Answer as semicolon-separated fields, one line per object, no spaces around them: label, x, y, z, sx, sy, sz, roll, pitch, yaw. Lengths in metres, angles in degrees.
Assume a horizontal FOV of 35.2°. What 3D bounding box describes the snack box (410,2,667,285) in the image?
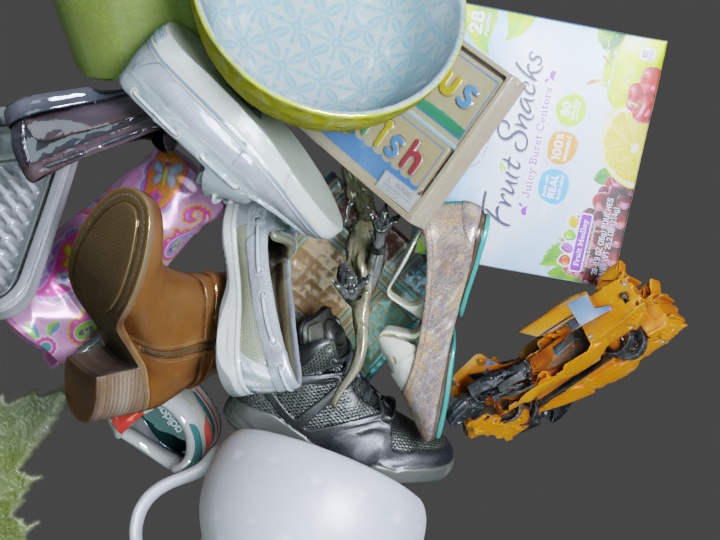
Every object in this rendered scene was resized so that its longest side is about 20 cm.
snack box;0.139;-0.101;0.921;0.167;0.068;0.202;11;101;-3

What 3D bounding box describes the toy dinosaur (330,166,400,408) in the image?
toy dinosaur;0.000;0.000;0.887;0.047;0.088;0.202;7;69;-4

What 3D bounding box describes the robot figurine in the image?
robot figurine;0.160;0.075;0.930;0.199;0.145;0.059;-36;59;23

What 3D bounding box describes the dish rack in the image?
dish rack;-0.306;-0.040;0.903;0.170;0.201;0.044;-3;146;18

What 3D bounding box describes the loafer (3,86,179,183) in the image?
loafer;-0.171;-0.111;0.883;0.198;0.072;0.064;-11;86;-17

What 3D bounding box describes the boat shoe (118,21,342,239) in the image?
boat shoe;-0.096;-0.090;0.844;0.071;0.070;0.201;-36;111;18

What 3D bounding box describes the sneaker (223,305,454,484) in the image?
sneaker;-0.006;0.104;0.944;0.198;0.076;0.115;21;107;2

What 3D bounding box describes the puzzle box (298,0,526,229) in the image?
puzzle box;0.018;-0.142;0.883;0.200;0.025;0.134;42;102;31

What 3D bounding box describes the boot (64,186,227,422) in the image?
boot;-0.144;0.020;0.883;0.076;0.155;0.202;27;118;34

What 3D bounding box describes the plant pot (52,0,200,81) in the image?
plant pot;-0.172;-0.250;0.857;0.198;0.200;0.192;-4;113;3

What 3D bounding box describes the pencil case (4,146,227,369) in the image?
pencil case;-0.202;-0.013;0.922;0.200;0.087;0.087;-45;97;-7

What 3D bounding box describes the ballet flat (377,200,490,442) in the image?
ballet flat;0.050;0.038;0.900;0.067;0.068;0.202;11;105;0

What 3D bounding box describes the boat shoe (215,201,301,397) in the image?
boat shoe;-0.072;0.001;0.912;0.064;0.075;0.204;-4;64;17

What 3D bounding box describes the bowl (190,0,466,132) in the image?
bowl;-0.033;-0.180;0.830;0.198;0.108;0.202;5;71;-15

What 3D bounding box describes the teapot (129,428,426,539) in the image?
teapot;-0.053;0.223;0.900;0.197;0.199;0.147;34;68;-32

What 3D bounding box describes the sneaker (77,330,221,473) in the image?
sneaker;-0.197;0.090;0.960;0.070;0.093;0.200;-39;98;9

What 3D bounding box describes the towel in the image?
towel;-0.036;0.037;0.980;0.146;0.022;0.200;40;100;-6
